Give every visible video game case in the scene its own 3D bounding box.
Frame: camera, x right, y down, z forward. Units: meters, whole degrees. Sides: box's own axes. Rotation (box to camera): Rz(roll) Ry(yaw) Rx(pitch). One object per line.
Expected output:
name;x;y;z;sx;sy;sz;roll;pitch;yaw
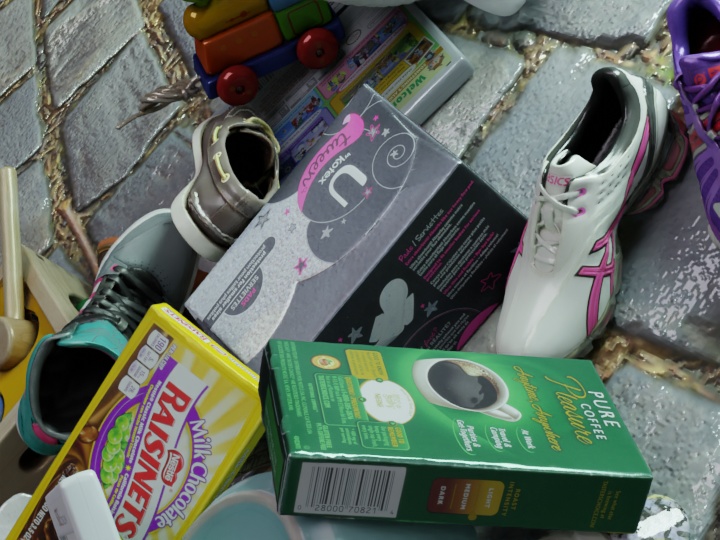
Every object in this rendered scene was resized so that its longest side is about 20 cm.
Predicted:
video game case;-0.131;0.213;0.772;0.201;0.024;0.182;69;162;5
video game case;-0.023;-0.137;1.110;0.200;0.022;0.182;-44;44;10

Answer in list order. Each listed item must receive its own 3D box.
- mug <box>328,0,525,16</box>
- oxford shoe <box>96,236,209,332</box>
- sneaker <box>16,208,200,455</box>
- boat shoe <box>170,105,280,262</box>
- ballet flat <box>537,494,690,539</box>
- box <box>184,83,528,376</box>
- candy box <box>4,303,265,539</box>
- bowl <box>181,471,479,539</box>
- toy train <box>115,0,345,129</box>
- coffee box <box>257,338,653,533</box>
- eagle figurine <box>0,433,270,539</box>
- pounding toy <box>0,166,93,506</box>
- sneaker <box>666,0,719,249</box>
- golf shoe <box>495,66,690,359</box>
mug;0.039;-0.253;1.025;0.200;0.175;0.148;40;110;15
oxford shoe;-0.154;0.027;1.085;0.200;0.071;0.073;22;84;46
sneaker;-0.171;0.042;0.962;0.200;0.083;0.121;-60;13;-8
boat shoe;-0.088;-0.077;1.026;0.059;0.072;0.200;-38;18;21
ballet flat;0.093;0.189;0.766;0.200;0.072;0.072;-41;44;13
box;0.000;0.000;0.933;0.200;0.115;0.132;-49;43;4
candy box;-0.140;0.131;0.871;0.102;0.026;0.200;35;100;12
bowl;-0.038;0.190;0.765;0.200;0.105;0.202;-26;51;36
toy train;-0.121;-0.192;1.090;0.199;0.116;0.085;-25;42;-4
coffee box;0.048;0.090;0.767;0.123;0.199;0.044;-110;27;-62
eagle figurine;-0.138;0.175;0.938;0.200;0.152;0.151;-15;34;40
pounding toy;-0.266;0.063;1.105;0.200;0.142;0.184;-49;43;5
sneaker;0.217;-0.085;0.822;0.080;0.083;0.201;-30;49;24
golf shoe;0.128;-0.031;0.859;0.072;0.092;0.201;17;77;44
